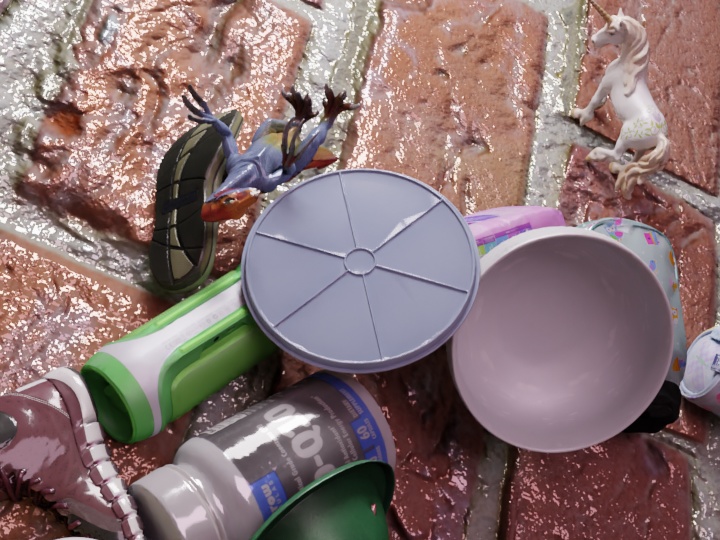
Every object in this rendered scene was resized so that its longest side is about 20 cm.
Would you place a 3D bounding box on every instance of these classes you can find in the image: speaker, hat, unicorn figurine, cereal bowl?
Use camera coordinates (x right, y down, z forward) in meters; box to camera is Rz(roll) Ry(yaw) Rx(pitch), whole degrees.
[{"bbox_3d":[-0.133,0.062,0.970,0.200,0.088,0.089,-33,84,-36],"label":"speaker"},{"bbox_3d":[0.008,0.263,0.855,0.200,0.166,0.176,-25,50,-36],"label":"hat"},{"bbox_3d":[0.290,-0.192,1.289,0.074,0.137,0.200,-25,78,-34],"label":"unicorn figurine"},{"bbox_3d":[0.169,0.053,1.020,0.200,0.200,0.083,27,13,-13],"label":"cereal bowl"}]

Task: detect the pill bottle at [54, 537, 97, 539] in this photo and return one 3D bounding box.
[{"bbox_3d":[-0.202,0.244,0.771,0.109,0.200,0.109,12,60,-22],"label":"pill bottle"}]

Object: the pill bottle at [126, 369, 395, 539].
[{"bbox_3d":[-0.079,0.168,0.928,0.200,0.114,0.114,-26,80,-35],"label":"pill bottle"}]

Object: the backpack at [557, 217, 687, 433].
[{"bbox_3d":[0.245,0.051,1.145,0.167,0.127,0.200,12,66,-24],"label":"backpack"}]

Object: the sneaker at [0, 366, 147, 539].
[{"bbox_3d":[-0.238,0.177,0.874,0.115,0.076,0.200,-16,63,-27],"label":"sneaker"}]

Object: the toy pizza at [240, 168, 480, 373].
[{"bbox_3d":[0.000,0.000,0.970,0.200,0.032,0.201,-1,59,1],"label":"toy pizza"}]

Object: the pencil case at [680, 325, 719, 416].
[{"bbox_3d":[0.438,0.135,1.233,0.200,0.083,0.091,28,78,-13],"label":"pencil case"}]

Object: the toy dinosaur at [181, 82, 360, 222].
[{"bbox_3d":[-0.072,-0.088,1.020,0.105,0.200,0.182,15,60,31],"label":"toy dinosaur"}]

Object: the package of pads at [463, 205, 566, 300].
[{"bbox_3d":[0.089,-0.006,1.098,0.200,0.120,0.076,-18,96,-33],"label":"package of pads"}]

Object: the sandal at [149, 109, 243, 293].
[{"bbox_3d":[-0.143,-0.060,1.045,0.057,0.080,0.201,42,44,-44],"label":"sandal"}]
